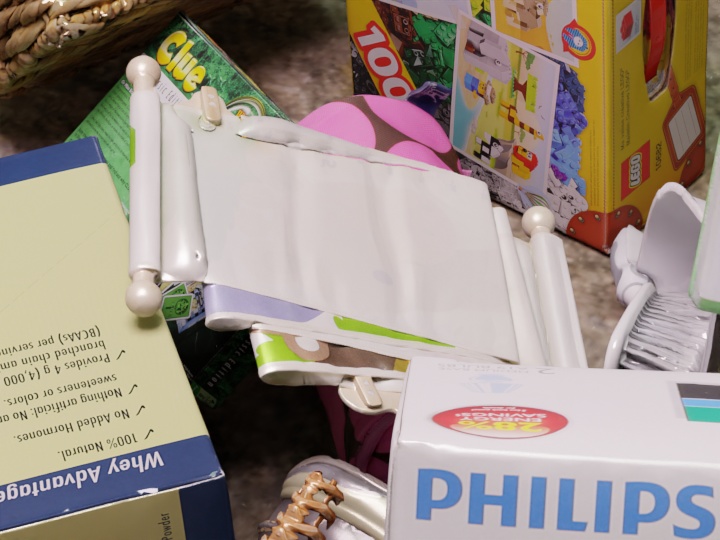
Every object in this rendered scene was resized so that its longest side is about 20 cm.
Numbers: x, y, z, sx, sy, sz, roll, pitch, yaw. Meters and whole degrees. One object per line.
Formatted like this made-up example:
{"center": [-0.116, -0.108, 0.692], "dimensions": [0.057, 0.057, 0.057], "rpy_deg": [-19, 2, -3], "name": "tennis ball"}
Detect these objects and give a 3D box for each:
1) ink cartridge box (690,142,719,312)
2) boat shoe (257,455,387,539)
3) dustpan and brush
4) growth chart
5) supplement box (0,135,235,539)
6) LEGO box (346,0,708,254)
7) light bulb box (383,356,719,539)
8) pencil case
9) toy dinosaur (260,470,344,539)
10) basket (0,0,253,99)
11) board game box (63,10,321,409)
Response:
{"center": [0.200, -0.040, 0.966], "dimensions": [0.144, 0.085, 0.200], "rpy_deg": [12, 19, 9], "name": "ink cartridge box"}
{"center": [0.041, 0.145, 1.018], "dimensions": [0.199, 0.075, 0.073], "rpy_deg": [30, 77, 28], "name": "boat shoe"}
{"center": [0.118, 0.018, 1.126], "dimensions": [0.057, 0.141, 0.200], "rpy_deg": [12, 18, 9], "name": "dustpan and brush"}
{"center": [0.000, 0.000, 1.057], "dimensions": [0.199, 0.018, 0.145], "rpy_deg": [19, 45, -16], "name": "growth chart"}
{"center": [-0.161, 0.080, 1.049], "dimensions": [0.199, 0.135, 0.200], "rpy_deg": [-14, 42, -10], "name": "supplement box"}
{"center": [0.070, -0.129, 1.214], "dimensions": [0.148, 0.201, 0.077], "rpy_deg": [27, 49, 32], "name": "LEGO box"}
{"center": [0.103, 0.139, 0.874], "dimensions": [0.197, 0.201, 0.125], "rpy_deg": [3, 11, 2], "name": "light bulb box"}
{"center": [0.022, 0.013, 1.150], "dimensions": [0.093, 0.091, 0.201], "rpy_deg": [20, 35, -28], "name": "pencil case"}
{"center": [-0.044, 0.171, 0.928], "dimensions": [0.102, 0.136, 0.200], "rpy_deg": [45, 103, 25], "name": "toy dinosaur"}
{"center": [-0.112, -0.183, 1.298], "dimensions": [0.199, 0.143, 0.150], "rpy_deg": [-26, 90, -28], "name": "basket"}
{"center": [-0.069, -0.030, 1.185], "dimensions": [0.105, 0.023, 0.200], "rpy_deg": [-49, 36, 5], "name": "board game box"}
